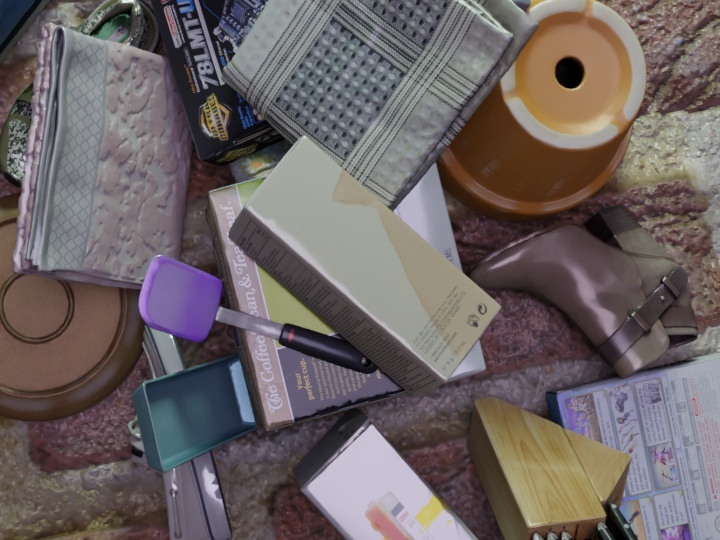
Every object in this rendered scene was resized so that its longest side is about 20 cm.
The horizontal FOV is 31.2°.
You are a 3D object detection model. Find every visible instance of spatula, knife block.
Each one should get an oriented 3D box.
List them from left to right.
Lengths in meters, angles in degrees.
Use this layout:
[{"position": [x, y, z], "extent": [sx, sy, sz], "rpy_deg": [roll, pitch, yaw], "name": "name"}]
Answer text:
[{"position": [-0.078, 0.045, 1.017], "extent": [0.198, 0.021, 0.057], "rpy_deg": [19, 81, -6], "name": "spatula"}, {"position": [0.146, 0.209, 1.070], "extent": [0.198, 0.065, 0.175], "rpy_deg": [22, 40, 24], "name": "knife block"}]

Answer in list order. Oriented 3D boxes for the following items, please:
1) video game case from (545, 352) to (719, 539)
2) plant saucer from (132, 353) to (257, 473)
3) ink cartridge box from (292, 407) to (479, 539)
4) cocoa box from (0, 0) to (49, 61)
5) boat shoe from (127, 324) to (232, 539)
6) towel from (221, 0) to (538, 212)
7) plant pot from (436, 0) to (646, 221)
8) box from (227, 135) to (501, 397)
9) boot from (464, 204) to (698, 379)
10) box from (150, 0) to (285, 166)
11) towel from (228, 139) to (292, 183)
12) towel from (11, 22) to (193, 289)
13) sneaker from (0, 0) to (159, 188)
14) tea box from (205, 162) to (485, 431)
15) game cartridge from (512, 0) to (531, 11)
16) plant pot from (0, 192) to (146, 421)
[{"position": [0.277, 0.191, 1.180], "extent": [0.179, 0.045, 0.203], "rpy_deg": [-11, 88, -9], "name": "video game case"}, {"position": [-0.134, 0.115, 1.060], "extent": [0.019, 0.200, 0.071], "rpy_deg": [-14, 89, 15], "name": "plant saucer"}, {"position": [0.037, 0.222, 1.095], "extent": [0.083, 0.145, 0.200], "rpy_deg": [-41, 92, -6], "name": "ink cartridge box"}, {"position": [-0.354, -0.232, 1.072], "extent": [0.133, 0.131, 0.201], "rpy_deg": [37, 83, -4], "name": "cocoa box"}, {"position": [-0.168, 0.144, 1.112], "extent": [0.069, 0.071, 0.203], "rpy_deg": [-15, 93, -7], "name": "boat shoe"}, {"position": [0.010, -0.173, 0.998], "extent": [0.192, 0.034, 0.201], "rpy_deg": [42, 102, 18], "name": "towel"}, {"position": [0.159, -0.152, 1.113], "extent": [0.197, 0.183, 0.203], "rpy_deg": [0, 87, -8], "name": "plant pot"}, {"position": [0.000, 0.000, 0.989], "extent": [0.200, 0.095, 0.078], "rpy_deg": [41, 72, -4], "name": "box"}, {"position": [0.209, 0.029, 1.157], "extent": [0.198, 0.070, 0.148], "rpy_deg": [-21, 76, -18], "name": "boot"}, {"position": [-0.072, -0.216, 1.075], "extent": [0.197, 0.050, 0.202], "rpy_deg": [-22, 80, 20], "name": "box"}, {"position": [-0.058, -0.185, 1.154], "extent": [0.169, 0.048, 0.203], "rpy_deg": [-17, 89, -9], "name": "towel"}, {"position": [-0.202, -0.088, 1.067], "extent": [0.032, 0.190, 0.203], "rpy_deg": [6, 89, 29], "name": "towel"}, {"position": [-0.247, -0.162, 1.104], "extent": [0.076, 0.089, 0.201], "rpy_deg": [34, 83, -4], "name": "sneaker"}, {"position": [-0.018, 0.013, 1.104], "extent": [0.194, 0.134, 0.203], "rpy_deg": [-13, 88, -9], "name": "tea box"}, {"position": [0.047, -0.248, 1.067], "extent": [0.041, 0.198, 0.135], "rpy_deg": [5, 81, -52], "name": "game cartridge"}, {"position": [-0.281, 0.030, 1.121], "extent": [0.197, 0.027, 0.203], "rpy_deg": [0, 87, -8], "name": "plant pot"}]
